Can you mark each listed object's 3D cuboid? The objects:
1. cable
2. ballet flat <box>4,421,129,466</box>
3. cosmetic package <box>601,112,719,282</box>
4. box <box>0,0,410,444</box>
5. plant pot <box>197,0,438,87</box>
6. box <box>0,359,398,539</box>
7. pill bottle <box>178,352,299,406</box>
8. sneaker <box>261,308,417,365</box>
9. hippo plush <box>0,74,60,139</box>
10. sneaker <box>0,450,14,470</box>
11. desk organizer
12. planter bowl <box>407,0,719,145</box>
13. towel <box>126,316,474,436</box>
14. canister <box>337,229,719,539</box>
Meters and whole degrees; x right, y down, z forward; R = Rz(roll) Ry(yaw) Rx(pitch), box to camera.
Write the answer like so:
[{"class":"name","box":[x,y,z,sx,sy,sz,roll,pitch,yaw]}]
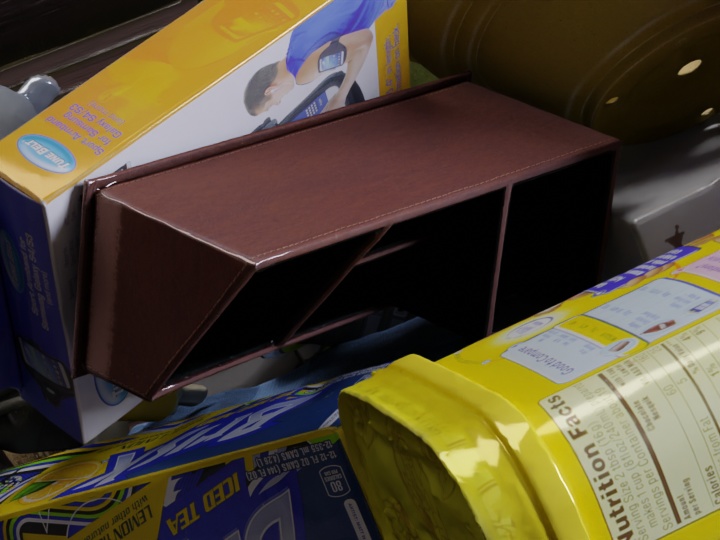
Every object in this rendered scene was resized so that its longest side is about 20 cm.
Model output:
[{"class":"cable","box":[-0.145,0.040,0.997,0.097,0.051,0.200,22,9,26]},{"class":"ballet flat","box":[-0.137,0.069,1.216,0.065,0.071,0.200,-10,14,-5]},{"class":"cosmetic package","box":[0.124,-0.018,1.073,0.101,0.074,0.200,-25,14,-11]},{"class":"box","box":[-0.060,-0.028,0.950,0.041,0.119,0.200,30,54,30]},{"class":"plant pot","box":[0.027,-0.101,1.237,0.186,0.201,0.187,-20,-6,-2]},{"class":"box","box":[-0.064,0.094,0.938,0.199,0.070,0.064,-17,12,30]},{"class":"pill bottle","box":[-0.054,-0.015,1.296,0.115,0.116,0.200,-19,13,20]},{"class":"sneaker","box":[0.000,0.000,1.116,0.081,0.074,0.200,-13,-10,11]},{"class":"hippo plush","box":[-0.218,-0.015,1.500,0.159,0.161,0.200,-30,13,-30]},{"class":"sneaker","box":[-0.188,0.101,1.100,0.077,0.082,0.200,-35,9,-41]},{"class":"desk organizer","box":[-0.001,-0.008,0.932,0.077,0.072,0.200,24,29,35]},{"class":"planter bowl","box":[0.110,-0.106,1.025,0.200,0.084,0.201,-22,-23,-10]},{"class":"towel","box":[-0.015,0.062,1.039,0.199,0.049,0.112,-20,13,13]},{"class":"canister","box":[0.109,0.039,0.810,0.199,0.087,0.148,-24,12,-11]}]
